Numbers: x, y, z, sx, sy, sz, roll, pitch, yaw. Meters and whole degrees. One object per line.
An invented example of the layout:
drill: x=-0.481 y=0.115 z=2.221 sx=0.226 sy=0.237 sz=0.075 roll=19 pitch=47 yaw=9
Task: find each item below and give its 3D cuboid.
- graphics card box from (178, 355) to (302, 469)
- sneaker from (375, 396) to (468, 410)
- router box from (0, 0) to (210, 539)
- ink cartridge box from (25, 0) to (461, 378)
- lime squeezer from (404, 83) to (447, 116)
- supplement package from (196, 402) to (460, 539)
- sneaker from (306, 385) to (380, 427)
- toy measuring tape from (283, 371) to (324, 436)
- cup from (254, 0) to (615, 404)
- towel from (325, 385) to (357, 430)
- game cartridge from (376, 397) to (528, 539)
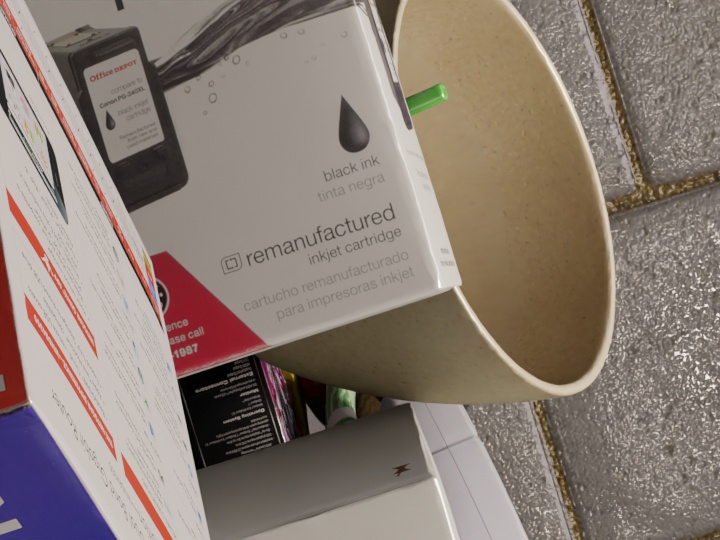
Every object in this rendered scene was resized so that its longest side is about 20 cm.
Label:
graphics card box: x=-0.066 y=0.059 z=1.047 sx=0.125 sy=0.050 sz=0.202 roll=-80 pitch=152 yaw=-87
sneaker: x=0.000 y=0.000 z=1.117 sx=0.201 sy=0.072 sz=0.083 roll=55 pitch=7 yaw=26
router box: x=-0.089 y=0.019 z=0.538 sx=0.201 sy=0.048 sz=0.181 roll=71 pitch=2 yaw=-53
ink cartridge box: x=-0.060 y=-0.068 z=0.773 sx=0.083 sy=0.144 sz=0.202 roll=-4 pitch=77 yaw=-82
lime squeezer: x=-0.064 y=-0.067 z=0.840 sx=0.038 sy=0.198 sz=0.071 roll=46 pitch=62 yaw=-73
supplement package: x=0.003 y=0.180 z=0.896 sx=0.117 sy=0.116 sz=0.202 roll=-101 pitch=174 yaw=-78
sneaker: x=-0.006 y=0.047 z=1.272 sx=0.200 sy=0.084 sz=0.073 roll=34 pitch=-57 yaw=48
toy measuring tape: x=-0.046 y=0.094 z=1.147 sx=0.074 sy=0.073 sz=0.202 roll=-87 pitch=164 yaw=-87
cup: x=0.011 y=-0.023 z=0.938 sx=0.200 sy=0.142 sz=0.202 roll=36 pitch=45 yaw=-46
towel: x=-0.006 y=0.128 z=1.115 sx=0.200 sy=0.023 sz=0.154 roll=-91 pitch=178 yaw=-80
game cartridge: x=0.059 y=0.156 z=1.006 sx=0.133 sy=0.041 sz=0.201 roll=116 pitch=-47 yaw=-67
